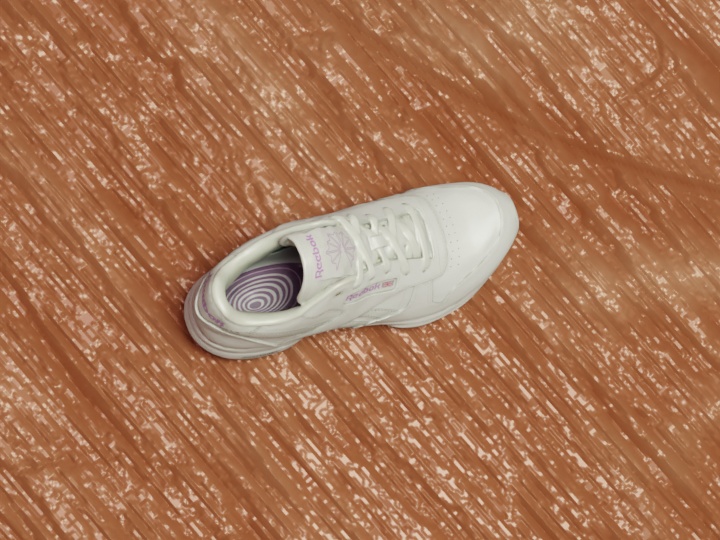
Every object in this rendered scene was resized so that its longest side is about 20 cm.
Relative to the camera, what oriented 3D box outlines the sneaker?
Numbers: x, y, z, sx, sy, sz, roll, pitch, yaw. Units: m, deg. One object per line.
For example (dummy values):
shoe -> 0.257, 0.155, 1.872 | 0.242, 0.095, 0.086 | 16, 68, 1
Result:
sneaker -> 0.000, 0.000, 1.278 | 0.200, 0.100, 0.075 | -20, 82, -9
